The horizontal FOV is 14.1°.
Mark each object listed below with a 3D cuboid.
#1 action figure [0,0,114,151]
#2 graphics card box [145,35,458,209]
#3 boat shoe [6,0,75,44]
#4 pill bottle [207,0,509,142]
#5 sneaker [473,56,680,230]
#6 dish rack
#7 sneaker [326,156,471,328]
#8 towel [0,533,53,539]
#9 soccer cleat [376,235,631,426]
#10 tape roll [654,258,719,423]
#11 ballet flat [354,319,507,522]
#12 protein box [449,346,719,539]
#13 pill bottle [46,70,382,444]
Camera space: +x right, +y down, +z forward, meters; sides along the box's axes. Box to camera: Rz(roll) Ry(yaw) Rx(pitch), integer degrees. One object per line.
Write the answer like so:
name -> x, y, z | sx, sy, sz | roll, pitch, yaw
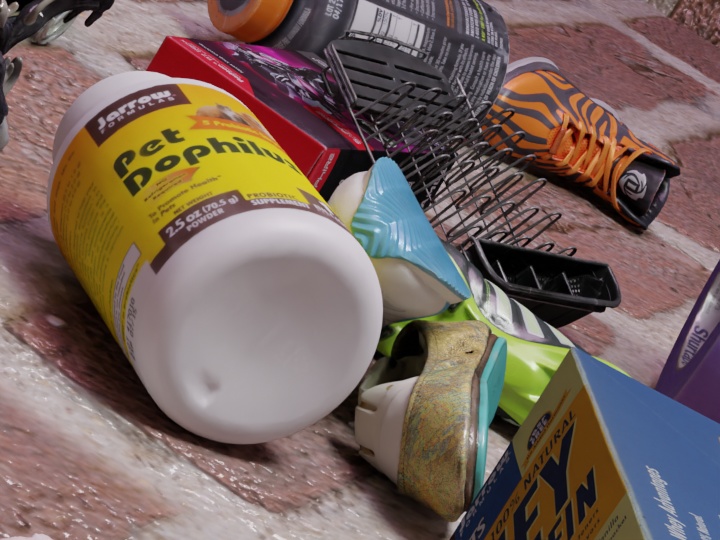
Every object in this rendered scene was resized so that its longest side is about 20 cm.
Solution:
action figure -> -0.204, -0.106, 1.370 | 0.119, 0.102, 0.200 | 41, 42, 10
graphics card box -> -0.036, -0.084, 1.732 | 0.125, 0.051, 0.200 | 35, 14, 21
boat shoe -> -0.188, -0.174, 1.682 | 0.062, 0.075, 0.200 | 33, 15, 20
pill bottle -> -0.005, -0.163, 1.955 | 0.200, 0.106, 0.106 | 20, 17, -35
sneaker -> 0.169, -0.091, 2.122 | 0.112, 0.078, 0.200 | 39, 16, 35
dish rack -> 0.059, -0.057, 1.684 | 0.153, 0.055, 0.200 | 11, 50, -57
sneaker -> 0.000, 0.000, 1.361 | 0.077, 0.081, 0.200 | 62, -1, 5
towel -> -0.077, 0.147, 0.861 | 0.200, 0.032, 0.191 | 37, 15, 23
soccer cleat -> 0.062, 0.039, 1.492 | 0.200, 0.068, 0.081 | 33, -4, 10
tape roll -> 0.247, 0.018, 1.635 | 0.085, 0.200, 0.200 | 29, 14, -1
ballet flat -> 0.029, 0.066, 1.325 | 0.071, 0.071, 0.200 | 30, 14, -2
protein box -> 0.139, 0.157, 1.052 | 0.200, 0.135, 0.199 | 27, 14, -12
pill bottle -> -0.072, -0.015, 1.281 | 0.109, 0.109, 0.200 | 22, 16, -31
